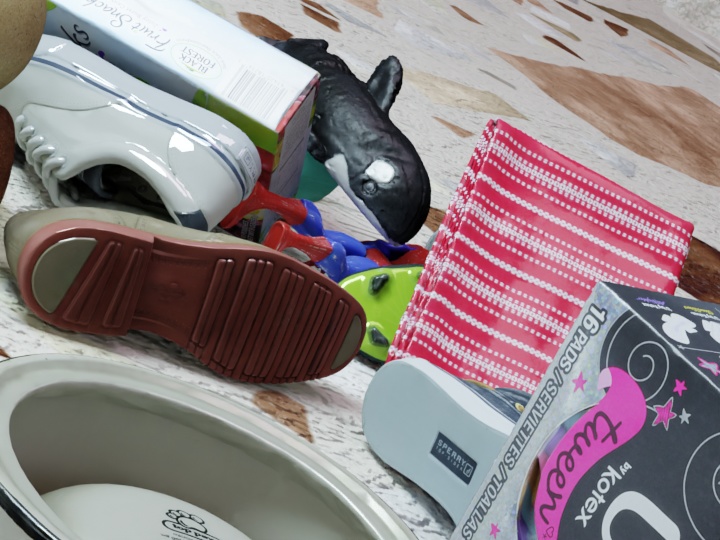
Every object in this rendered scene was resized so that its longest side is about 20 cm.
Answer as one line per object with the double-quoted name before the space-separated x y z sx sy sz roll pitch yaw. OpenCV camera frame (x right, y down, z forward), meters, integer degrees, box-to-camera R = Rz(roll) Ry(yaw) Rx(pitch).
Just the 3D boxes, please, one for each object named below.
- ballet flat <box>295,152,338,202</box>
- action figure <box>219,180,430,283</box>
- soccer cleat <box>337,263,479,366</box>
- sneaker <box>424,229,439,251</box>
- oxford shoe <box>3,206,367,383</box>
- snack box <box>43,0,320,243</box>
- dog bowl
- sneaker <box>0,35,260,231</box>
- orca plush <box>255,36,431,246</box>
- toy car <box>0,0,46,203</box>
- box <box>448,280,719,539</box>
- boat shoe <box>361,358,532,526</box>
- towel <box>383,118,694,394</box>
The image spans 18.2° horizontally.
"ballet flat" -0.108 -0.089 1.413 0.199 0.068 0.070 31 41 11
"action figure" 0.000 0.000 1.326 0.199 0.052 0.065 18 24 -46
"soccer cleat" 0.070 0.040 1.306 0.199 0.068 0.081 8 -16 -19
"sneaker" 0.133 0.026 1.415 0.200 0.073 0.071 37 22 27
"oxford shoe" -0.087 0.003 1.145 0.199 0.071 0.075 19 13 -31
"snack box" -0.126 -0.109 1.307 0.199 0.053 0.142 31 -28 7
"dog bowl" -0.069 0.115 0.838 0.199 0.074 0.200 25 17 -8
"sneaker" -0.154 -0.073 1.238 0.199 0.073 0.071 20 52 26
"orca plush" 0.004 -0.101 1.378 0.105 0.071 0.200 41 13 -32
"toy car" -0.218 -0.128 1.091 0.157 0.201 0.164 26 17 -7
"box" 0.117 0.124 0.881 0.132 0.201 0.115 10 25 -44
"boat shoe" 0.088 0.107 1.108 0.091 0.071 0.200 12 22 -39
"towel" 0.103 0.020 1.265 0.144 0.022 0.201 28 58 -8
